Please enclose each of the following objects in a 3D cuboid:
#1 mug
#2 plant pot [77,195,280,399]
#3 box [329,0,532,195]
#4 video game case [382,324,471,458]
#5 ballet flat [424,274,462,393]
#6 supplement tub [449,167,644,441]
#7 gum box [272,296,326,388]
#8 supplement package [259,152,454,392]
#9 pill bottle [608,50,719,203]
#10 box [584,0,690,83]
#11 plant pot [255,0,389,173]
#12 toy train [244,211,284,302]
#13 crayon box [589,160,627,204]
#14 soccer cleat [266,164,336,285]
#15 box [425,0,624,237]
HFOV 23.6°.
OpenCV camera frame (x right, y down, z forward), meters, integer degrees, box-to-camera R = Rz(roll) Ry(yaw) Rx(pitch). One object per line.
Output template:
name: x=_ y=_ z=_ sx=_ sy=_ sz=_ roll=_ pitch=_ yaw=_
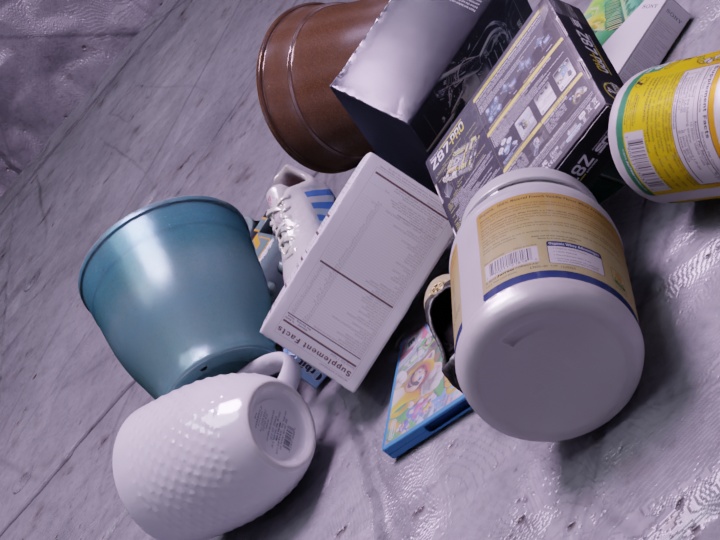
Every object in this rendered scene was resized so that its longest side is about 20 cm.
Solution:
mug: x=-0.123 y=0.157 z=1.691 sx=0.175 sy=0.148 sz=0.201 roll=-27 pitch=25 yaw=41
plant pot: x=-0.178 y=0.058 z=1.839 sx=0.200 sy=0.199 sz=0.189 roll=-44 pitch=53 yaw=20
box: x=0.089 y=-0.185 z=1.688 sx=0.104 sy=0.200 sz=0.183 roll=29 pitch=80 yaw=31
video game case: x=0.099 y=0.069 z=1.541 sx=0.200 sy=0.018 sz=0.144 roll=-37 pitch=26 yaw=34
ballet flat: x=0.087 y=0.046 z=1.499 sx=0.067 sy=0.057 sz=0.200 roll=-47 pitch=22 yaw=11
supplement tub: x=0.142 y=0.021 z=1.357 sx=0.144 sy=0.144 sz=0.201 roll=-42 pitch=24 yaw=24
gum box: x=-0.008 y=0.007 z=1.819 sx=0.200 sy=0.044 sz=0.170 roll=-48 pitch=21 yaw=9
supplement package: x=0.000 y=0.000 z=1.664 sx=0.201 sy=0.113 sz=0.110 roll=-57 pitch=3 yaw=2
pill bottle: x=0.288 y=-0.113 z=1.312 sx=0.113 sy=0.112 sz=0.199 roll=-59 pitch=22 yaw=-17
box: x=0.216 y=-0.173 z=1.654 sx=0.201 sy=0.036 sz=0.144 roll=-55 pitch=22 yaw=-8
plant pot: x=0.017 y=-0.223 z=1.945 sx=0.197 sy=0.200 sz=0.201 roll=-8 pitch=47 yaw=50
toy train: x=-0.133 y=0.020 z=2.015 sx=0.114 sy=0.085 sz=0.201 roll=12 pitch=64 yaw=53
crayon box: x=0.150 y=-0.086 z=1.562 sx=0.200 sy=0.050 sz=0.128 roll=-40 pitch=45 yaw=43
soccer cleat: x=-0.071 y=-0.042 z=1.846 sx=0.070 sy=0.086 sz=0.201 roll=-43 pitch=22 yaw=23
box: x=0.143 y=-0.111 z=1.489 sx=0.201 sy=0.049 sz=0.162 roll=-54 pitch=37 yaw=29
